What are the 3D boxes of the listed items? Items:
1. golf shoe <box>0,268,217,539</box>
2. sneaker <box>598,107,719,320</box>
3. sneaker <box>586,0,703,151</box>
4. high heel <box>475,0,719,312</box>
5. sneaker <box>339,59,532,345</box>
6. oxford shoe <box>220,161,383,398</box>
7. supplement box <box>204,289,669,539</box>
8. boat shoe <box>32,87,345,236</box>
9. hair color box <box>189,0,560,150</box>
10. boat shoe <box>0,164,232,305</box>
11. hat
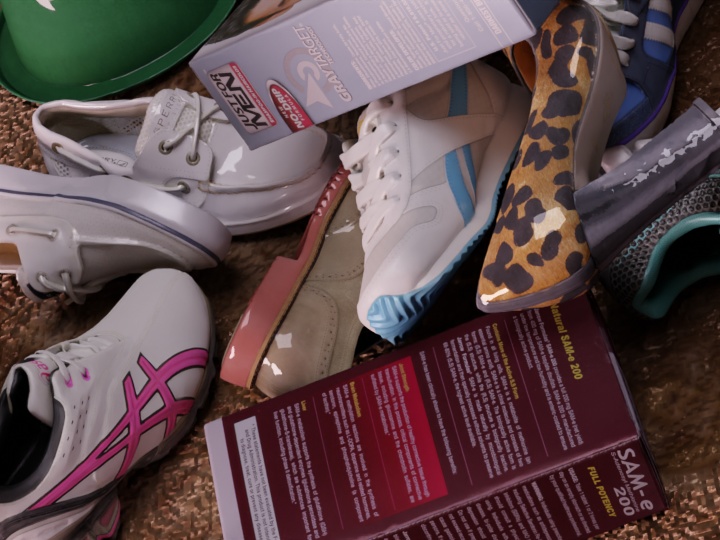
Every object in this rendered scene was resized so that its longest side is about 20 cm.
[{"bbox_3d":[-0.136,0.067,1.237,0.072,0.092,0.200,6,50,30],"label":"golf shoe"},{"bbox_3d":[0.197,-0.040,1.199,0.200,0.078,0.091,-30,46,10],"label":"sneaker"},{"bbox_3d":[0.124,-0.160,1.288,0.080,0.147,0.200,6,50,30],"label":"sneaker"},{"bbox_3d":[0.073,-0.064,1.191,0.142,0.071,0.200,-38,42,-7],"label":"high heel"},{"bbox_3d":[0.026,-0.041,1.227,0.081,0.077,0.200,31,39,-7],"label":"sneaker"},{"bbox_3d":[0.000,0.000,1.271,0.075,0.070,0.200,27,53,6],"label":"oxford shoe"},{"bbox_3d":[0.033,0.092,1.152,0.200,0.061,0.109,-21,44,7],"label":"supplement box"},{"bbox_3d":[-0.100,-0.067,1.361,0.200,0.069,0.071,1,49,29],"label":"boat shoe"},{"bbox_3d":[0.018,-0.136,1.225,0.200,0.061,0.099,-20,24,42],"label":"hair color box"},{"bbox_3d":[-0.160,-0.012,1.348,0.200,0.071,0.070,10,69,33],"label":"boat shoe"},{"bbox_3d":[-0.190,-0.213,1.470,0.200,0.176,0.166,-29,43,-3],"label":"hat"}]
